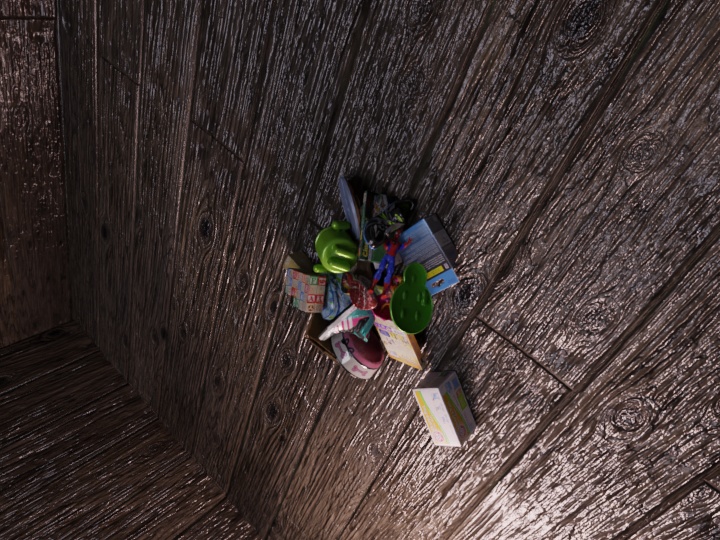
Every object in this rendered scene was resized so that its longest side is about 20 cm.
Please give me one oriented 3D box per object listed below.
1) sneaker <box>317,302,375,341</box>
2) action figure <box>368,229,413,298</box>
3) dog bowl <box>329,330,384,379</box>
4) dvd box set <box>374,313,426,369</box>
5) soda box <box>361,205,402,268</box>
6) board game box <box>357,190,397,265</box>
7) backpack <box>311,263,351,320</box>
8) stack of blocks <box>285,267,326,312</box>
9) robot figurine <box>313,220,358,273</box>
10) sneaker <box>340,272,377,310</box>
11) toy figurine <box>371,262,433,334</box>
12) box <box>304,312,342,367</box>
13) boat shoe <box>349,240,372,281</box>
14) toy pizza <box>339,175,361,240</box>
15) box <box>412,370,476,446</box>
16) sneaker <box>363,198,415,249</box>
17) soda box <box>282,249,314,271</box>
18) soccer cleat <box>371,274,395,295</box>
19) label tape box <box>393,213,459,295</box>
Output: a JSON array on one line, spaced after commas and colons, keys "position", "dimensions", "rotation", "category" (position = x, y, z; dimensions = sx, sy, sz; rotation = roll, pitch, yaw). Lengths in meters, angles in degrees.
[{"position": [-0.029, 0.183, 1.610], "dimensions": [0.200, 0.084, 0.121], "rotation": [-40, 94, 19], "category": "sneaker"}, {"position": [0.084, -0.031, 1.422], "dimensions": [0.065, 0.200, 0.099], "rotation": [21, 160, -7], "category": "action figure"}, {"position": [-0.004, 0.256, 1.706], "dimensions": [0.074, 0.200, 0.200], "rotation": [-40, 81, 25], "category": "dog bowl"}, {"position": [0.119, 0.216, 1.627], "dimensions": [0.146, 0.029, 0.200], "rotation": [14, 138, 47], "category": "dvd box set"}, {"position": [0.063, -0.108, 1.564], "dimensions": [0.068, 0.064, 0.200], "rotation": [-4, 107, 42], "category": "soda box"}, {"position": [0.050, -0.121, 1.484], "dimensions": [0.023, 0.105, 0.200], "rotation": [-10, 71, 61], "category": "board game box"}, {"position": [-0.084, 0.068, 1.704], "dimensions": [0.163, 0.154, 0.200], "rotation": [-33, 86, 47], "category": "backpack"}, {"position": [-0.185, 0.062, 1.692], "dimensions": [0.200, 0.058, 0.115], "rotation": [17, 101, 61], "category": "stack of blocks"}, {"position": [-0.075, -0.066, 1.586], "dimensions": [0.200, 0.115, 0.176], "rotation": [-121, 50, -63], "category": "robot figurine"}, {"position": [0.009, 0.054, 1.521], "dimensions": [0.200, 0.082, 0.078], "rotation": [-131, 48, -59], "category": "sneaker"}, {"position": [0.099, 0.077, 1.505], "dimensions": [0.184, 0.150, 0.200], "rotation": [-1, 81, 58], "category": "toy figurine"}, {"position": [-0.103, 0.209, 1.727], "dimensions": [0.163, 0.200, 0.021], "rotation": [40, 116, -15], "category": "box"}, {"position": [0.000, 0.000, 1.643], "dimensions": [0.072, 0.065, 0.200], "rotation": [2, 94, -4], "category": "boat shoe"}, {"position": [-0.024, -0.190, 1.563], "dimensions": [0.200, 0.032, 0.201], "rotation": [164, 90, -83], "category": "toy pizza"}, {"position": [0.263, 0.429, 1.602], "dimensions": [0.101, 0.112, 0.200], "rotation": [-16, 100, 44], "category": "box"}, {"position": [0.080, -0.138, 1.439], "dimensions": [0.071, 0.200, 0.083], "rotation": [49, 153, -10], "category": "sneaker"}, {"position": [-0.182, 0.022, 1.831], "dimensions": [0.200, 0.068, 0.064], "rotation": [47, 133, 14], "category": "soda box"}, {"position": [0.109, 0.078, 1.608], "dimensions": [0.200, 0.065, 0.084], "rotation": [34, 126, 25], "category": "soccer cleat"}, {"position": [0.198, -0.040, 1.476], "dimensions": [0.144, 0.063, 0.200], "rotation": [-32, 87, 46], "category": "label tape box"}]
